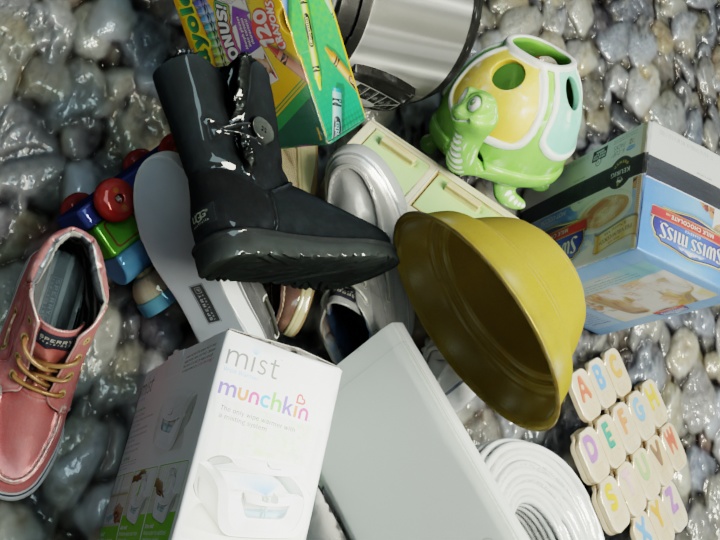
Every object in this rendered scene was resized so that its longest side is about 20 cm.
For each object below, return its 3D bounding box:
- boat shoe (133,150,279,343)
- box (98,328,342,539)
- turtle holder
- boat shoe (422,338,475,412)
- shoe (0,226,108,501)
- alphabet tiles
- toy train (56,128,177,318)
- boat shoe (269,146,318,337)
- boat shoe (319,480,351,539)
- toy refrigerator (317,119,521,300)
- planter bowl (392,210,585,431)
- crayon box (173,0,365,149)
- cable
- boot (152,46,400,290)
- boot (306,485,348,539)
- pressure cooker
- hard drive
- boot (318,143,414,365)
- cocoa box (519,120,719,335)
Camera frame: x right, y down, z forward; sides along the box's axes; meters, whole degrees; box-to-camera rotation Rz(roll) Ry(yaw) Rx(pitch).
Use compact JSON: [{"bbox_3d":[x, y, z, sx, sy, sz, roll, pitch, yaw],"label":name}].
[{"bbox_3d":[-0.113,-0.008,0.777,0.201,0.069,0.066,66,28,-21],"label":"boat shoe"},{"bbox_3d":[-0.113,0.153,0.710,0.096,0.200,0.178,22,66,-21],"label":"box"},{"bbox_3d":[0.130,-0.151,0.925,0.184,0.132,0.141,1,38,-35],"label":"turtle holder"},{"bbox_3d":[0.089,0.080,0.910,0.065,0.074,0.200,47,51,2],"label":"boat shoe"},{"bbox_3d":[-0.240,0.068,0.730,0.071,0.091,0.202,16,69,-22],"label":"shoe"},{"bbox_3d":[0.269,0.179,0.968,0.199,0.015,0.197,-18,84,-51],"label":"alphabet tiles"},{"bbox_3d":[-0.145,-0.060,0.829,0.200,0.084,0.116,-44,111,-34],"label":"toy train"},{"bbox_3d":[-0.077,-0.040,0.862,0.071,0.072,0.202,7,69,-18],"label":"boat shoe"},{"bbox_3d":[0.039,0.247,0.840,0.200,0.065,0.074,46,61,-8],"label":"boat shoe"},{"bbox_3d":[0.065,-0.047,0.893,0.199,0.070,0.076,35,50,7],"label":"toy refrigerator"},{"bbox_3d":[0.117,0.020,0.775,0.083,0.200,0.201,-33,92,-17],"label":"planter bowl"},{"bbox_3d":[-0.082,-0.200,0.787,0.058,0.118,0.201,-38,118,-43],"label":"crayon box"},{"bbox_3d":[0.138,0.246,0.844,0.199,0.069,0.201,27,49,-37],"label":"cable"},{"bbox_3d":[-0.059,-0.076,0.739,0.199,0.076,0.169,5,66,-47],"label":"boot"},{"bbox_3d":[-0.057,0.293,0.775,0.164,0.066,0.201,-27,88,-23],"label":"boot"},{"bbox_3d":[-0.014,-0.245,0.878,0.199,0.176,0.179,2,43,-38],"label":"pressure cooker"},{"bbox_3d":[0.031,0.162,0.785,0.026,0.132,0.201,6,49,-58],"label":"hard drive"},{"bbox_3d":[0.000,0.000,0.836,0.096,0.073,0.201,-51,133,-56],"label":"boot"},{"bbox_3d":[0.257,-0.031,0.954,0.133,0.200,0.132,22,68,-21],"label":"cocoa box"}]
